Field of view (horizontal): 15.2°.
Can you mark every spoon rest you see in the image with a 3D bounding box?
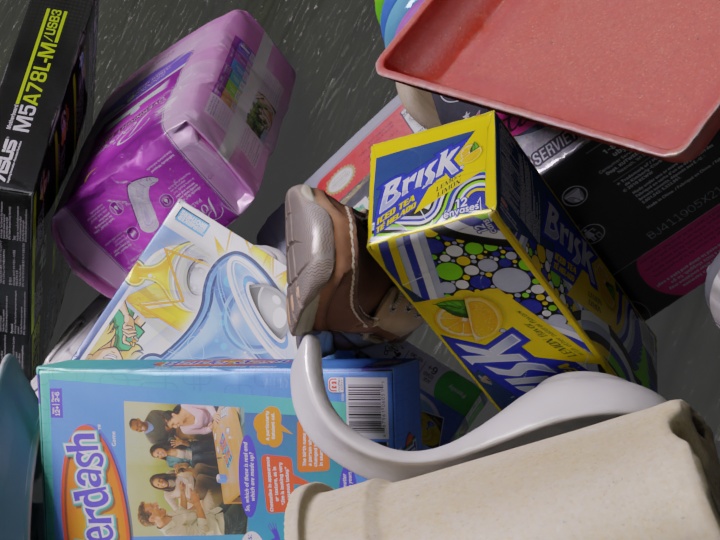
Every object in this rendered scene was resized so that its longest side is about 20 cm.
[{"bbox_3d":[0.064,0.079,1.296,0.099,0.199,0.061,112,166,-61],"label":"spoon rest"}]

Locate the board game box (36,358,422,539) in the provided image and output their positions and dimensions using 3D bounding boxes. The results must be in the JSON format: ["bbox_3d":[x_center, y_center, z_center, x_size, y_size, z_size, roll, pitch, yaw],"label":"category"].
[{"bbox_3d":[-0.066,0.122,1.382,0.199,0.045,0.153,0,94,19],"label":"board game box"}]

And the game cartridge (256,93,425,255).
[{"bbox_3d":[0.034,-0.043,1.540,0.200,0.041,0.133,-43,42,9],"label":"game cartridge"}]

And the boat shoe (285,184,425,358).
[{"bbox_3d":[0.000,0.000,1.330,0.071,0.200,0.076,-1,84,1],"label":"boat shoe"}]

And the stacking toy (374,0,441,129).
[{"bbox_3d":[0.041,-0.156,1.548,0.085,0.085,0.200,-41,32,11],"label":"stacking toy"}]

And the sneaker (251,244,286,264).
[{"bbox_3d":[-0.093,0.069,1.502,0.078,0.099,0.201,-41,42,44],"label":"sneaker"}]

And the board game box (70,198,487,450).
[{"bbox_3d":[-0.051,0.070,1.440,0.200,0.034,0.136,31,82,14],"label":"board game box"}]

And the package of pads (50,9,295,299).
[{"bbox_3d":[-0.112,-0.074,1.630,0.120,0.076,0.200,-36,17,21],"label":"package of pads"}]

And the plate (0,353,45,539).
[{"bbox_3d":[-0.180,0.145,1.436,0.025,0.201,0.201,1,51,-1],"label":"plate"}]

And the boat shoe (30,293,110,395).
[{"bbox_3d":[-0.158,0.068,1.618,0.200,0.074,0.065,-45,29,-12],"label":"boat shoe"}]

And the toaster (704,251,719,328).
[{"bbox_3d":[0.264,0.001,1.218,0.200,0.114,0.129,-43,42,5],"label":"toaster"}]

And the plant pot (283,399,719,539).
[{"bbox_3d":[0.092,0.155,1.217,0.183,0.201,0.201,-25,43,12],"label":"plant pot"}]

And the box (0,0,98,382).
[{"bbox_3d":[-0.200,-0.043,1.640,0.047,0.201,0.194,11,46,2],"label":"box"}]

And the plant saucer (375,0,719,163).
[{"bbox_3d":[0.137,-0.136,1.286,0.200,0.037,0.200,19,63,44],"label":"plant saucer"}]

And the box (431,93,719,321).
[{"bbox_3d":[0.157,-0.083,1.372,0.200,0.132,0.115,-35,40,17],"label":"box"}]

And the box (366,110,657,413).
[{"bbox_3d":[0.078,0.012,1.314,0.070,0.200,0.065,-15,49,23],"label":"box"}]
